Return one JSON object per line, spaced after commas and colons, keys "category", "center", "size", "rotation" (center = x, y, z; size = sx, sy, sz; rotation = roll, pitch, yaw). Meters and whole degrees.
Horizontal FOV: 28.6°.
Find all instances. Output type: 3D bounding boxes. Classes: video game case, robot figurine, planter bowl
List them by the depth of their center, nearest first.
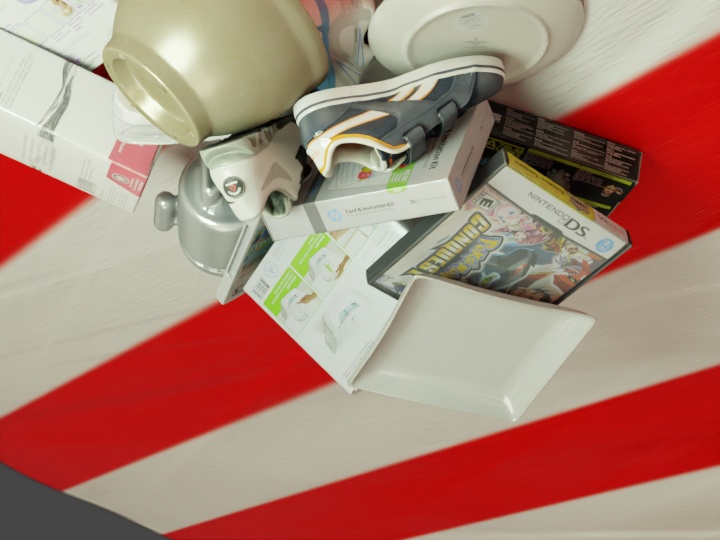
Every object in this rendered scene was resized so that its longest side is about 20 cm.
{"category": "planter bowl", "center": [-0.146, -0.198, 1.276], "size": [0.200, 0.135, 0.200], "rotation": [38, 163, 14]}
{"category": "video game case", "center": [0.137, -0.012, 1.400], "size": [0.180, 0.026, 0.200], "rotation": [29, 125, -30]}
{"category": "video game case", "center": [-0.084, -0.050, 1.585], "size": [0.018, 0.143, 0.200], "rotation": [49, 143, 15]}
{"category": "robot figurine", "center": [-0.153, -0.066, 1.624], "size": [0.169, 0.113, 0.200], "rotation": [4, 152, -6]}

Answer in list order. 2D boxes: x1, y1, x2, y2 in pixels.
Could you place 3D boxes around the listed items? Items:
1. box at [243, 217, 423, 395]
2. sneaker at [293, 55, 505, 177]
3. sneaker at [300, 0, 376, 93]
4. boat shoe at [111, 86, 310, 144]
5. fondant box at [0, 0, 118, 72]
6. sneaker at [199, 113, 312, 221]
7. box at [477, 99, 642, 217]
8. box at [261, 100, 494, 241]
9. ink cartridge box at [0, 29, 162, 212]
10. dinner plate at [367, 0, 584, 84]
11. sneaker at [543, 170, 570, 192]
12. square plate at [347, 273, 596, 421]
{"category": "box", "center": [0.000, 0.000, 1.535], "size": [0.176, 0.097, 0.200], "rotation": [42, 120, 12]}
{"category": "sneaker", "center": [0.043, -0.137, 1.298], "size": [0.199, 0.080, 0.078], "rotation": [-15, 164, -4]}
{"category": "sneaker", "center": [-0.011, -0.204, 1.368], "size": [0.086, 0.075, 0.200], "rotation": [-17, 162, -5]}
{"category": "boat shoe", "center": [-0.149, -0.158, 1.397], "size": [0.199, 0.072, 0.069], "rotation": [-14, 153, -25]}
{"category": "fondant box", "center": [-0.311, -0.280, 1.361], "size": [0.200, 0.058, 0.144], "rotation": [30, 148, -30]}
{"category": "sneaker", "center": [-0.086, -0.096, 1.335], "size": [0.074, 0.200, 0.089], "rotation": [-15, 101, 26]}
{"category": "box", "center": [0.170, -0.095, 1.511], "size": [0.199, 0.048, 0.193], "rotation": [18, 149, -7]}
{"category": "box", "center": [0.018, -0.101, 1.371], "size": [0.199, 0.156, 0.041], "rotation": [-7, 124, 26]}
{"category": "ink cartridge box", "center": [-0.305, -0.151, 1.460], "size": [0.199, 0.085, 0.146], "rotation": [23, 163, -10]}
{"category": "dinner plate", "center": [0.107, -0.214, 1.295], "size": [0.199, 0.024, 0.200], "rotation": [-3, 154, -1]}
{"category": "sneaker", "center": [0.183, -0.033, 1.457], "size": [0.076, 0.091, 0.200], "rotation": [-22, 160, -15]}
{"category": "square plate", "center": [0.111, 0.077, 1.451], "size": [0.199, 0.029, 0.198], "rotation": [13, 138, -15]}
